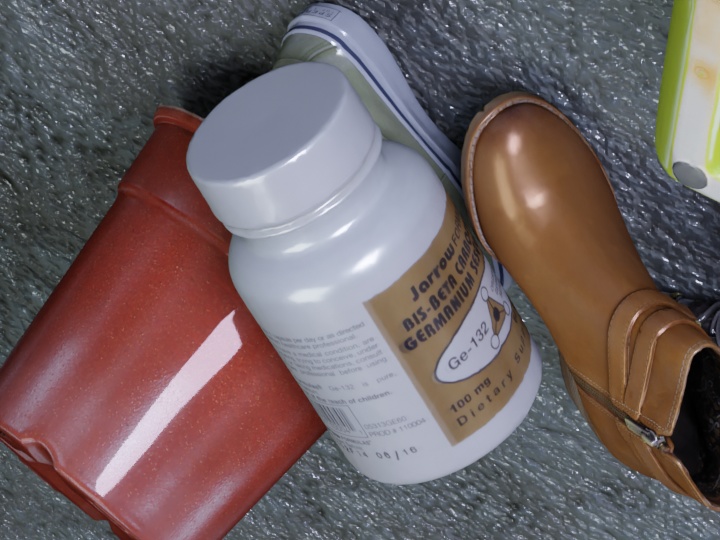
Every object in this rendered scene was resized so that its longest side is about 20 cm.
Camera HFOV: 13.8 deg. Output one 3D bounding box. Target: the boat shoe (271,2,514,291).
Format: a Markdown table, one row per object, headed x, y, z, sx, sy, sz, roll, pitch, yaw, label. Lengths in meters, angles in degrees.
| x | y | z | sx | sy | sz | roll | pitch | yaw | label |
| --- | --- | --- | --- | --- | --- | --- | --- | --- | --- |
| 0.012 | -0.049 | 1.550 | 0.072 | 0.062 | 0.200 | 0 | 137 | 48 | boat shoe |

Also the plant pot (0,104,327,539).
| x | y | z | sx | sy | sz | roll | pitch | yaw | label |
| --- | --- | --- | --- | --- | --- | --- | --- | --- | --- |
| -0.094 | 0.048 | 1.622 | 0.201 | 0.195 | 0.201 | 38 | 171 | 7 | plant pot |

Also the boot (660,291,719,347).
| x | y | z | sx | sy | sz | roll | pitch | yaw | label |
| --- | --- | --- | --- | --- | --- | --- | --- | --- | --- |
| 0.189 | 0.032 | 1.488 | 0.174 | 0.069 | 0.200 | 11 | 138 | 51 | boot |

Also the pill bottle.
| x | y | z | sx | sy | sz | roll | pitch | yaw | label |
| --- | --- | --- | --- | --- | --- | --- | --- | --- | --- |
| 0.000 | 0.000 | 1.473 | 0.114 | 0.114 | 0.200 | 5 | 137 | 44 | pill bottle |

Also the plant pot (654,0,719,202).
| x | y | z | sx | sy | sz | roll | pitch | yaw | label |
| --- | --- | --- | --- | --- | --- | --- | --- | --- | --- |
| 0.221 | -0.105 | 1.105 | 0.199 | 0.182 | 0.200 | 27 | 151 | 15 | plant pot |

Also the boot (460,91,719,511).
| x | y | z | sx | sy | sz | roll | pitch | yaw | label |
| --- | --- | --- | --- | --- | --- | --- | --- | --- | --- |
| 0.121 | 0.018 | 1.432 | 0.155 | 0.077 | 0.200 | -138 | 28 | -66 | boot |
